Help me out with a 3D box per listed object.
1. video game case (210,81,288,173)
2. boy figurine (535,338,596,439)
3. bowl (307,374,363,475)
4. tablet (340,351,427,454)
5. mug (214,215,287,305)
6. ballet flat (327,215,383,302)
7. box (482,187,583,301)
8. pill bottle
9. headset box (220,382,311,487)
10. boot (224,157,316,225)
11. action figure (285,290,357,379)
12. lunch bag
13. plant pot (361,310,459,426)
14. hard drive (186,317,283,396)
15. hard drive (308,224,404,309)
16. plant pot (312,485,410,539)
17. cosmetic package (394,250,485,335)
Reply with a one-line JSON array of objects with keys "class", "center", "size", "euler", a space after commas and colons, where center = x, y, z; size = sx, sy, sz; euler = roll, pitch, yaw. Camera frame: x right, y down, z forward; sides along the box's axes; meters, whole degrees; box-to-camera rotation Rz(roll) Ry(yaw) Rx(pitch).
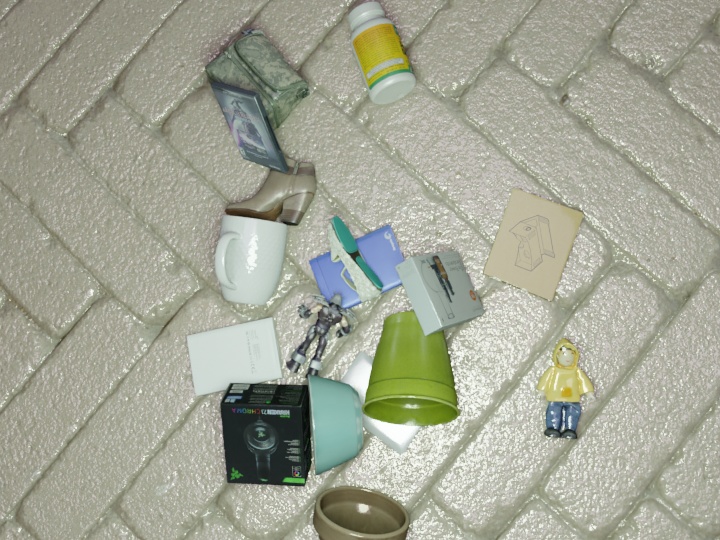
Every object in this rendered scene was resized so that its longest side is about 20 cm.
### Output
[{"class": "video game case", "center": [-0.238, -0.308, 1.712], "size": [0.141, 0.202, 0.019], "euler": [23, 59, 35]}, {"class": "boy figurine", "center": [0.427, 0.243, 1.638], "size": [0.121, 0.064, 0.205], "euler": [7, 85, 10]}, {"class": "bowl", "center": [-0.050, 0.310, 1.623], "size": [0.103, 0.201, 0.206], "euler": [-5, 81, -6]}, {"class": "tablet", "center": [0.045, 0.283, 1.700], "size": [0.198, 0.014, 0.131], "euler": [35, 86, 10]}, {"class": "mug", "center": [-0.248, -0.021, 1.687], "size": [0.145, 0.199, 0.180], "euler": [7, 89, 22]}, {"class": "ballet flat", "center": [-0.027, -0.019, 1.703], "size": [0.071, 0.072, 0.202], "euler": [-32, 79, 1]}, {"class": "box", "center": [0.371, -0.057, 1.710], "size": [0.161, 0.021, 0.204], "euler": [21, 85, 9]}, {"class": "pill bottle", "center": [0.042, -0.487, 1.766], "size": [0.111, 0.113, 0.204], "euler": [-20, 79, 3]}, {"class": "headset box", "center": [-0.193, 0.346, 1.644], "size": [0.170, 0.093, 0.204], "euler": [2, 110, 6]}, {"class": "boot", "center": [-0.195, -0.182, 1.776], "size": [0.195, 0.070, 0.149], "euler": [9, 76, 7]}, {"class": "action figure", "center": [-0.088, 0.131, 1.701], "size": [0.128, 0.069, 0.203], "euler": [27, 94, -6]}, {"class": "lunch bag", "center": [-0.230, -0.424, 1.780], "size": [0.167, 0.140, 0.200], "euler": [-40, 78, -12]}, {"class": "plant pot", "center": [0.107, 0.196, 1.623], "size": [0.196, 0.201, 0.197], "euler": [1, 64, 7]}, {"class": "hard drive", "center": [-0.276, 0.190, 1.744], "size": [0.196, 0.027, 0.135], "euler": [-12, 81, 4]}, {"class": "hard drive", "center": [0.000, 0.000, 1.741], "size": [0.197, 0.025, 0.134], "euler": [-24, 79, 3]}, {"class": "plant pot", "center": [-0.008, 0.560, 1.589], "size": [0.196, 0.200, 0.179], "euler": [11, 100, 8]}, {"class": "cosmetic package", "center": [0.167, 0.042, 1.631], "size": [0.051, 0.198, 0.153], "euler": [-28, 80, 33]}]
